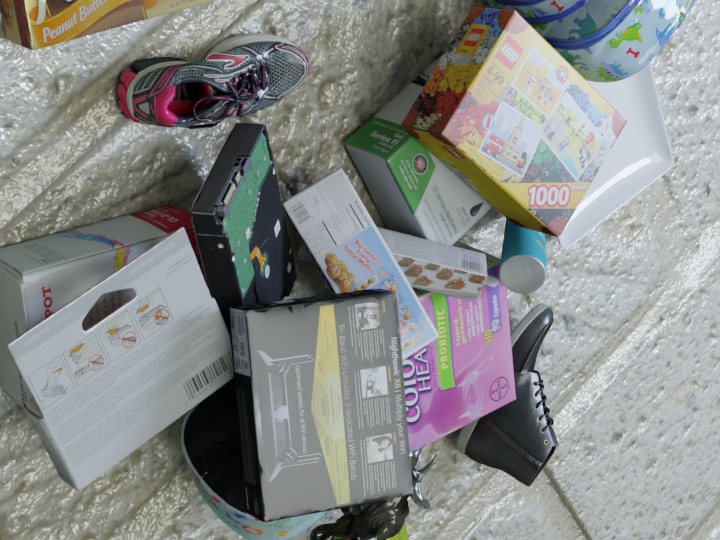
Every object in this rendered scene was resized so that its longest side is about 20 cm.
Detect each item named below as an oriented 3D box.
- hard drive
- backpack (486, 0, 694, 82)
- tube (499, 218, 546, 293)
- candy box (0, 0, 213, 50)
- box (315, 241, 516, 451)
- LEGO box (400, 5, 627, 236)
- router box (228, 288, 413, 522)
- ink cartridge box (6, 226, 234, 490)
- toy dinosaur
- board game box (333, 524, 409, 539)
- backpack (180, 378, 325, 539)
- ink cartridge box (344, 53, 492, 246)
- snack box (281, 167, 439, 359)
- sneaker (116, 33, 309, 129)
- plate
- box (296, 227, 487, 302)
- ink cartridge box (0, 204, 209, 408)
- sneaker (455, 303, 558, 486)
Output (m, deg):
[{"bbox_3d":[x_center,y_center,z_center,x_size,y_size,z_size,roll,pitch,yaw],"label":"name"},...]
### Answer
[{"bbox_3d":[-0.111,-0.023,1.588,0.140,0.038,0.201,-70,158,-44],"label":"hard drive"},{"bbox_3d":[0.236,-0.296,1.726,0.147,0.200,0.184,42,80,-40],"label":"backpack"},{"bbox_3d":[0.183,-0.052,1.810,0.050,0.201,0.078,-7,124,12],"label":"tube"},{"bbox_3d":[-0.226,-0.280,1.460,0.199,0.055,0.116,-21,118,-31],"label":"candy box"},{"bbox_3d":[0.062,0.087,1.794,0.199,0.096,0.177,-22,119,-30],"label":"box"},{"bbox_3d":[0.160,-0.152,1.684,0.200,0.077,0.150,37,80,-35],"label":"LEGO box"},{"bbox_3d":[-0.037,0.125,1.552,0.156,0.052,0.202,-6,95,-23],"label":"router box"},{"bbox_3d":[-0.219,0.076,1.492,0.200,0.043,0.174,-36,126,-24],"label":"ink cartridge box"},{"bbox_3d":[0.012,0.274,1.772,0.102,0.077,0.200,-11,151,-36],"label":"toy dinosaur"},{"bbox_3d":[-0.030,0.361,1.851,0.199,0.047,0.102,-30,122,-27],"label":"board game box"},{"bbox_3d":[-0.078,0.174,1.660,0.200,0.177,0.151,-38,156,-21],"label":"backpack"},{"bbox_3d":[0.100,-0.136,1.752,0.200,0.083,0.147,-44,127,-18],"label":"ink cartridge box"},{"bbox_3d":[0.000,0.000,1.660,0.072,0.024,0.201,-31,96,-8],"label":"snack box"},{"bbox_3d":[-0.130,-0.172,1.563,0.199,0.074,0.081,-20,118,-32],"label":"sneaker"},{"bbox_3d":[0.274,-0.158,1.916,0.200,0.032,0.201,-36,124,-23],"label":"plate"},{"bbox_3d":[0.034,-0.014,1.704,0.198,0.042,0.039,13,127,-10],"label":"box"},{"bbox_3d":[-0.242,0.035,1.542,0.199,0.083,0.147,-16,117,-33],"label":"ink cartridge box"},{"bbox_3d":[0.202,0.145,1.907,0.201,0.106,0.075,-64,164,7],"label":"sneaker"}]
